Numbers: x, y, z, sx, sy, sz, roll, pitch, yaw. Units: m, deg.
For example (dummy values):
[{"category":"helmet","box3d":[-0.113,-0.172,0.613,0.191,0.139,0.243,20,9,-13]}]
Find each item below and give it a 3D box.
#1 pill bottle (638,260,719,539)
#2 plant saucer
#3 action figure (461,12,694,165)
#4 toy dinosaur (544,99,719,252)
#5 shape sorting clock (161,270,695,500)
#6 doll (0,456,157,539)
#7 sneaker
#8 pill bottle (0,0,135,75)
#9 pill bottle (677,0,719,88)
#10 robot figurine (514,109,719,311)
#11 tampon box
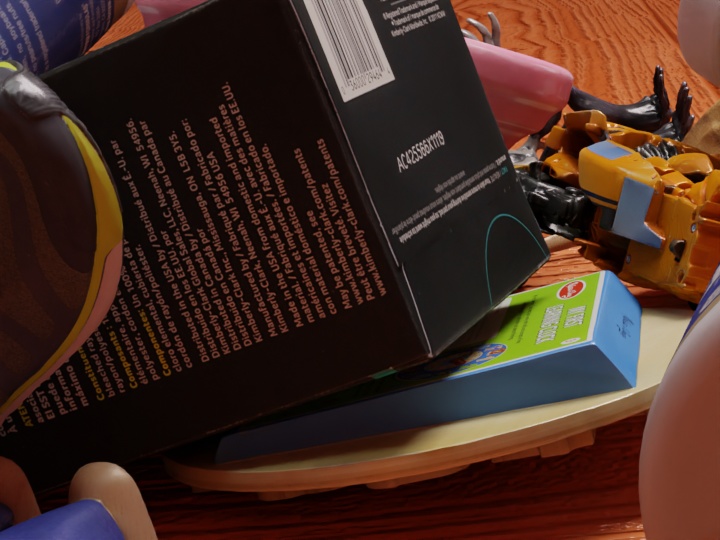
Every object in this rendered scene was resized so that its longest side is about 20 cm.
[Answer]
[{"category":"pill bottle","box3d":[0.145,0.029,0.574,0.119,0.121,0.200,-2,13,17]},{"category":"plant saucer","box3d":[-0.007,-0.088,0.976,0.199,0.051,0.201,13,3,-1]},{"category":"action figure","box3d":[0.065,-0.077,1.126,0.198,0.103,0.119,-5,24,-3]},{"category":"toy dinosaur","box3d":[0.168,-0.049,1.009,0.200,0.106,0.061,-42,28,28]},{"category":"shape sorting clock","box3d":[0.030,0.044,0.744,0.198,0.040,0.200,-16,6,2]},{"category":"doll","box3d":[-0.128,0.098,0.561,0.135,0.049,0.200,0,14,28]},{"category":"sneaker","box3d":[-0.135,0.025,0.634,0.074,0.201,0.081,42,34,14]},{"category":"pill bottle","box3d":[-0.186,-0.088,0.861,0.110,0.111,0.200,7,46,45]},{"category":"pill bottle","box3d":[0.222,-0.071,0.853,0.110,0.112,0.200,-15,39,-37]},{"category":"robot figurine","box3d":[0.133,-0.020,0.865,0.144,0.059,0.200,15,8,-20]},{"category":"tampon box","box3d":[-0.063,-0.016,0.740,0.199,0.127,0.150,-20,6,22]}]
